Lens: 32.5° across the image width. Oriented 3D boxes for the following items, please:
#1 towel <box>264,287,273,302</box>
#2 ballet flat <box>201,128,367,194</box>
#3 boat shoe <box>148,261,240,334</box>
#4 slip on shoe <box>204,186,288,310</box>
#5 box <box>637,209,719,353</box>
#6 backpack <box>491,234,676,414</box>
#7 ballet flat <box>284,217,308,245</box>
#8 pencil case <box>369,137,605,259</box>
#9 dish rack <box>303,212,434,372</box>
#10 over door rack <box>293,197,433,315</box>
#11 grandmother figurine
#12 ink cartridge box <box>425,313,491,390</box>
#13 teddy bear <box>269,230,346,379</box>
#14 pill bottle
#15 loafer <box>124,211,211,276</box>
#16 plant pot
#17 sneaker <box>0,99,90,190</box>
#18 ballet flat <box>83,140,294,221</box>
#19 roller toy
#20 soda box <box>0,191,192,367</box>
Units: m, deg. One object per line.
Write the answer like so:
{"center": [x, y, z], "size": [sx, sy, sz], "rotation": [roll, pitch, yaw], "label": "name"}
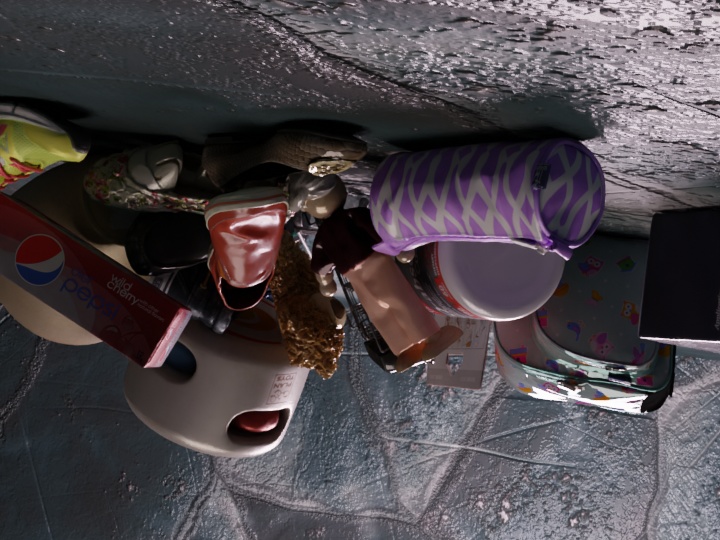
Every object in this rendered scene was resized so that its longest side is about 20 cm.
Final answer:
{"center": [-0.121, 0.004, 1.473], "size": [0.111, 0.049, 0.200], "rotation": [37, -170, -35], "label": "towel"}
{"center": [-0.067, -0.087, 1.006], "size": [0.067, 0.047, 0.199], "rotation": [12, 173, -41], "label": "ballet flat"}
{"center": [-0.143, -0.009, 1.256], "size": [0.090, 0.071, 0.201], "rotation": [29, -145, -3], "label": "boat shoe"}
{"center": [-0.097, -0.020, 1.064], "size": [0.073, 0.062, 0.200], "rotation": [-10, 161, -14], "label": "slip on shoe"}
{"center": [0.381, 0.020, 1.066], "size": [0.195, 0.119, 0.199], "rotation": [11, 175, -27], "label": "box"}
{"center": [0.235, 0.051, 1.315], "size": [0.197, 0.178, 0.154], "rotation": [4, 158, 17], "label": "backpack"}
{"center": [-0.155, -0.048, 1.399], "size": [0.197, 0.074, 0.073], "rotation": [1, 173, 20], "label": "ballet flat"}
{"center": [0.092, -0.052, 0.929], "size": [0.083, 0.087, 0.199], "rotation": [14, 173, -37], "label": "pencil case"}
{"center": [0.000, 0.000, 1.175], "size": [0.054, 0.202, 0.153], "rotation": [-23, -176, -6], "label": "dish rack"}
{"center": [0.009, -0.024, 1.345], "size": [0.146, 0.067, 0.201], "rotation": [7, 154, 8], "label": "over door rack"}
{"center": [0.001, -0.010, 1.064], "size": [0.121, 0.201, 0.061], "rotation": [-28, -173, 36], "label": "grandmother figurine"}
{"center": [0.122, 0.035, 1.287], "size": [0.044, 0.179, 0.200], "rotation": [7, 175, -12], "label": "ink cartridge box"}
{"center": [-0.055, 0.025, 1.229], "size": [0.066, 0.147, 0.200], "rotation": [-17, -171, -4], "label": "teddy bear"}
{"center": [0.095, -0.015, 1.115], "size": [0.114, 0.118, 0.200], "rotation": [10, 177, -15], "label": "pill bottle"}
{"center": [-0.137, -0.049, 1.165], "size": [0.072, 0.074, 0.199], "rotation": [-4, -161, 39], "label": "loafer"}
{"center": [-0.261, -0.039, 1.243], "size": [0.185, 0.190, 0.200], "rotation": [11, 159, -26], "label": "plant pot"}
{"center": [-0.317, -0.096, 1.065], "size": [0.198, 0.092, 0.078], "rotation": [4, 172, 27], "label": "sneaker"}
{"center": [-0.148, -0.087, 1.115], "size": [0.197, 0.076, 0.064], "rotation": [5, 145, -11], "label": "ballet flat"}
{"center": [-0.144, 0.095, 1.296], "size": [0.198, 0.141, 0.183], "rotation": [20, -164, -8], "label": "roller toy"}
{"center": [-0.252, 0.009, 1.110], "size": [0.199, 0.064, 0.070], "rotation": [32, 178, 4], "label": "soda box"}
